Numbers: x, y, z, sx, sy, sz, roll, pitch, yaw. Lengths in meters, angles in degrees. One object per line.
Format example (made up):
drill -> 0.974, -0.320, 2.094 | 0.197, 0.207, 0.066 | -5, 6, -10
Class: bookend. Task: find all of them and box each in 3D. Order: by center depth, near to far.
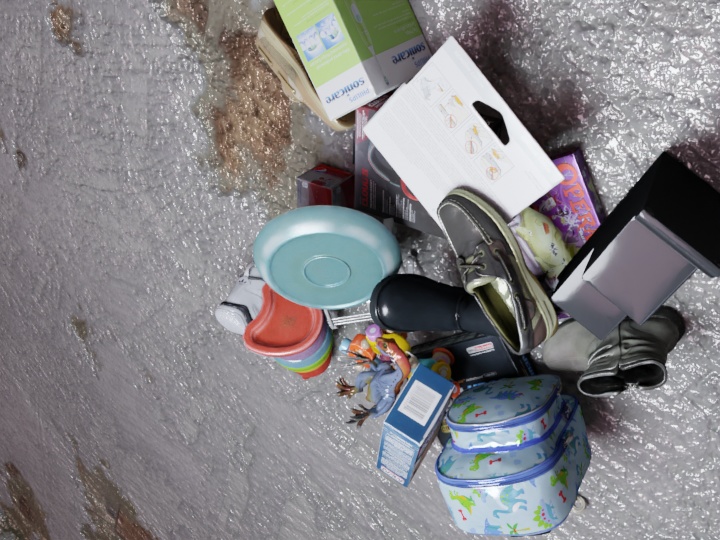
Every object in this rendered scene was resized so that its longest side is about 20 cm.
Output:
bookend -> 0.282, 0.003, 0.831 | 0.092, 0.200, 0.200 | 38, 123, 6

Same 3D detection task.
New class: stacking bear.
stacking bear -> -0.095, 0.110, 1.240 | 0.112, 0.123, 0.201 | 16, 160, 15

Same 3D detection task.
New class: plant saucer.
plant saucer -> -0.044, -0.007, 1.026 | 0.195, 0.028, 0.202 | 1, 141, 1

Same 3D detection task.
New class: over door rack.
over door rack -> 0.000, 0.000, 1.107 | 0.145, 0.068, 0.201 | -10, 140, 12

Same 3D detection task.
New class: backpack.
backpack -> 0.186, 0.229, 0.996 | 0.180, 0.200, 0.150 | -12, 106, 29

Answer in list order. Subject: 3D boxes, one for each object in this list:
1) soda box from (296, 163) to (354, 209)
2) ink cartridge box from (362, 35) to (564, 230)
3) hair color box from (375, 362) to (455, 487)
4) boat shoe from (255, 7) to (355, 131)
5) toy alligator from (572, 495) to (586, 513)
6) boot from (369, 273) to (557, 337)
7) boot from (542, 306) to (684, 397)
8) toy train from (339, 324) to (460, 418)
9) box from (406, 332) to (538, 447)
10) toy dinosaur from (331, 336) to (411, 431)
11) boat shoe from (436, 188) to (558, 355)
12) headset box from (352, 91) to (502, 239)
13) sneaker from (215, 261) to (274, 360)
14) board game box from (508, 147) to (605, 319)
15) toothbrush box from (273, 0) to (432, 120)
soda box -> -0.051, -0.051, 1.181 | 0.069, 0.063, 0.203 | 20, 127, 27
ink cartridge box -> 0.119, -0.142, 0.903 | 0.201, 0.043, 0.173 | 51, 133, 0
hair color box -> 0.074, 0.222, 1.105 | 0.060, 0.101, 0.201 | 29, 153, 13
boat shoe -> -0.073, -0.264, 1.076 | 0.202, 0.071, 0.065 | 56, 140, 12
toy alligator -> 0.240, 0.294, 1.148 | 0.197, 0.060, 0.055 | 22, 142, 14
boot -> 0.133, 0.046, 0.994 | 0.167, 0.197, 0.078 | -1, 84, 54
boot -> 0.288, 0.107, 0.957 | 0.198, 0.130, 0.069 | -22, 101, 43
toy train -> 0.064, 0.130, 1.147 | 0.198, 0.056, 0.151 | 30, 154, 14
box -> 0.168, 0.170, 1.148 | 0.198, 0.046, 0.161 | -21, 101, 44
toy dinosaur -> 0.031, 0.149, 1.110 | 0.181, 0.198, 0.107 | -37, 69, 41
boat shoe -> 0.146, 0.002, 0.888 | 0.203, 0.066, 0.072 | 56, 142, 2
headset box -> 0.074, -0.138, 1.023 | 0.197, 0.075, 0.151 | 21, 127, 27
sneaker -> -0.162, 0.074, 1.339 | 0.074, 0.116, 0.200 | 13, 157, 32
board game box -> 0.251, -0.039, 0.976 | 0.119, 0.032, 0.203 | -16, 104, 38
toothbrush box -> -0.013, -0.306, 0.945 | 0.085, 0.145, 0.203 | -18, 104, 42
